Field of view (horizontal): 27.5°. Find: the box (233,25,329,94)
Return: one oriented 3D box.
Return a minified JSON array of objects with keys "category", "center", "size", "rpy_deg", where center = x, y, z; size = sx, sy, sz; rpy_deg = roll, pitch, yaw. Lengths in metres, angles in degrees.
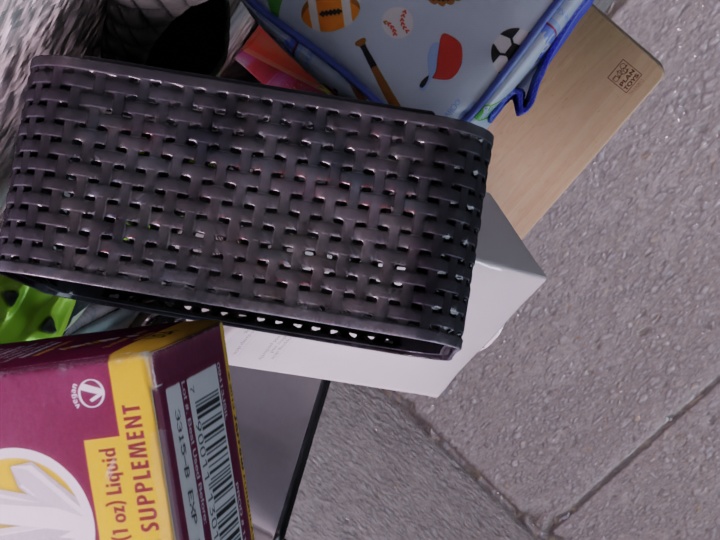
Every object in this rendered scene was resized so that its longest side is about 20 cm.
[{"category":"box","center":[0.011,-0.139,0.943],"size":[0.095,0.102,0.200],"rpy_deg":[-49,176,15]}]

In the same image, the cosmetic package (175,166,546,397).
[{"category":"cosmetic package","center":[0.000,0.000,0.838],"size":[0.199,0.081,0.113],"rpy_deg":[14,126,-49]}]

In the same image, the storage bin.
[{"category":"storage bin","center":[-0.047,-0.023,0.654],"size":[0.135,0.197,0.095],"rpy_deg":[82,18,-84]}]

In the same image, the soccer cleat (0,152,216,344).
[{"category":"soccer cleat","center":[-0.150,-0.017,0.774],"size":[0.200,0.068,0.081],"rpy_deg":[-51,-159,-19]}]

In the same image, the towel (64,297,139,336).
[{"category":"towel","center":[-0.220,0.073,0.912],"size":[0.171,0.048,0.200],"rpy_deg":[-47,176,22]}]

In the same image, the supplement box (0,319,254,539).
[{"category":"supplement box","center":[-0.155,0.101,0.638],"size":[0.198,0.133,0.103],"rpy_deg":[-9,-176,13]}]

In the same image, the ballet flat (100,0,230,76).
[{"category":"ballet flat","center":[-0.079,-0.107,0.652],"size":[0.066,0.057,0.200],"rpy_deg":[-46,175,-13]}]

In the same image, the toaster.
[{"category":"toaster","center":[-0.116,0.106,0.976],"size":[0.180,0.118,0.202],"rpy_deg":[-17,-130,54]}]

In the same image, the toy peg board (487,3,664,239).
[{"category":"toy peg board","center":[0.086,-0.147,1.104],"size":[0.200,0.198,0.098],"rpy_deg":[-49,-170,20]}]

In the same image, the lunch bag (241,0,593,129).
[{"category":"lunch bag","center":[0.042,-0.156,0.696],"size":[0.201,0.160,0.076],"rpy_deg":[-52,176,0]}]
